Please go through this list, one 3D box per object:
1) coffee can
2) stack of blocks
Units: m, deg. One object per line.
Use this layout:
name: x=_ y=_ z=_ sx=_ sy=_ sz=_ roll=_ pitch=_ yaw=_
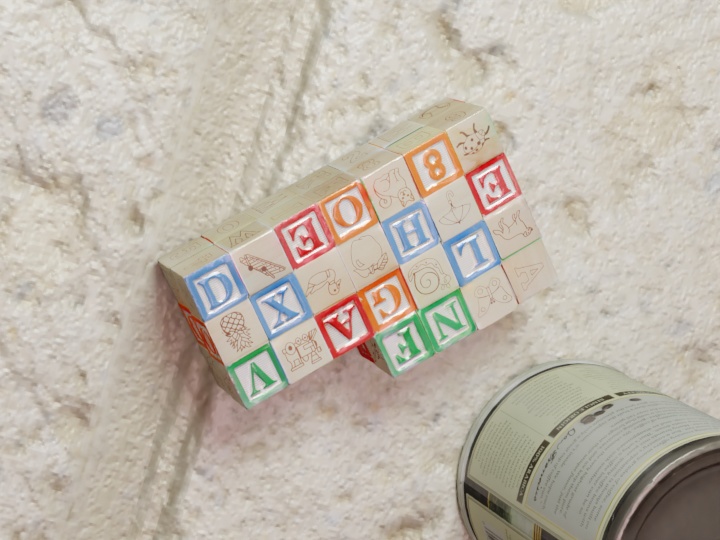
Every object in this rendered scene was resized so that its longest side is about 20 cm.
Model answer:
coffee can: x=0.160 y=0.142 z=1.165 sx=0.146 sy=0.200 sz=0.147 roll=-4 pitch=102 yaw=-20
stack of blocks: x=0.000 y=0.000 z=1.152 sx=0.200 sy=0.059 sz=0.116 roll=-29 pitch=109 yaw=-14
